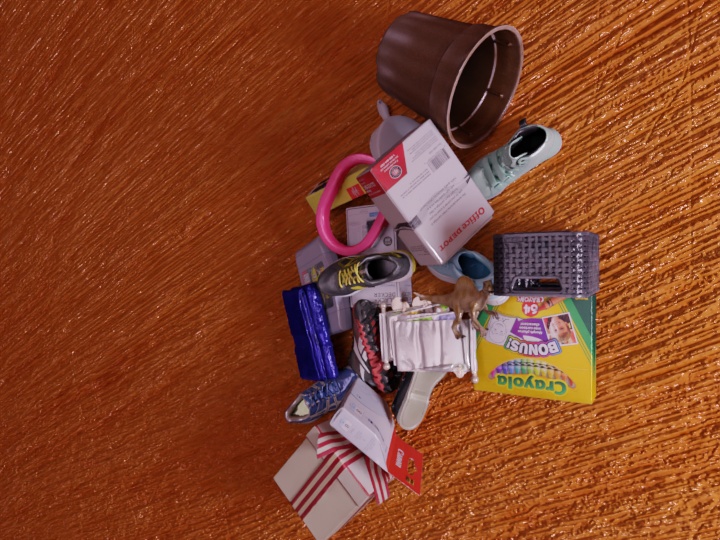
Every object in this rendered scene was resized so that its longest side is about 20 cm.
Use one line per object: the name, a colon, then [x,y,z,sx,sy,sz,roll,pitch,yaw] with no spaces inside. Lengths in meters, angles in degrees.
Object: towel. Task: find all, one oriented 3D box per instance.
towel: [-0.115,0.132,1.127,0.147,0.049,0.203,-16,87,57]

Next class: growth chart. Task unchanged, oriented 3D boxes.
growth chart: [0.120,0.121,0.970,0.198,0.018,0.147,1,81,28]

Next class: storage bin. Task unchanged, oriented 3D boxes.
storage bin: [0.295,-0.011,0.838,0.134,0.199,0.095,0,91,29]

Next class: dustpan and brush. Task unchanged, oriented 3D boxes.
dustpan and brush: [0.069,-0.268,1.028,0.057,0.138,0.202,122,138,-57]

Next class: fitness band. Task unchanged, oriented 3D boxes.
fitness band: [-0.009,-0.124,1.020,0.143,0.037,0.201,36,113,16]

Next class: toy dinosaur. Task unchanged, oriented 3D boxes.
toy dinosaur: [0.176,0.060,0.906,0.199,0.058,0.103,-16,88,60]

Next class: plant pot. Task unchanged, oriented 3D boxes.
plant pot: [0.144,-0.350,0.934,0.198,0.199,0.202,38,109,31]

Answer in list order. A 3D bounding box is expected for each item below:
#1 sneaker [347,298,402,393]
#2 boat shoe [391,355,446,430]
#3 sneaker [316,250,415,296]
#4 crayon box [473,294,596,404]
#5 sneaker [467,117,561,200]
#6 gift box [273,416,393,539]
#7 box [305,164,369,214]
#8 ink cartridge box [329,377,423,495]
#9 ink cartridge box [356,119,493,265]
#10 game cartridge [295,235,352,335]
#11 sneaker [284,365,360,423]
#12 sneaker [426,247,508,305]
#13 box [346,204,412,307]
sneaker: [0.011,0.150,1.056,0.097,0.071,0.203,-2,115,38]
boat shoe: [0.115,0.200,1.023,0.066,0.074,0.202,23,92,63]
sneaker: [0.000,0.000,0.997,0.198,0.084,0.076,-16,83,20]
crayon box: [0.297,0.126,0.921,0.198,0.058,0.175,0,91,31]
sneaker: [0.239,-0.186,0.915,0.199,0.118,0.074,-33,77,27]
gift box: [-0.036,0.396,1.044,0.184,0.199,0.187,44,110,16]
box: [-0.012,-0.179,1.078,0.198,0.076,0.050,-20,114,28]
ink cartridge box: [0.046,0.299,0.986,0.199,0.160,0.047,38,101,3]
ink cartridge box: [0.113,-0.129,0.922,0.144,0.084,0.201,-41,101,-15]
game cartridge: [-0.077,0.035,1.118,0.133,0.041,0.203,-26,77,52]
sneaker: [-0.076,0.270,1.127,0.199,0.077,0.076,-40,70,18]
sneaker: [0.179,-0.017,0.947,0.074,0.082,0.199,-47,44,-13]
box: [0.037,-0.028,1.067,0.115,0.060,0.203,-2,90,30]
